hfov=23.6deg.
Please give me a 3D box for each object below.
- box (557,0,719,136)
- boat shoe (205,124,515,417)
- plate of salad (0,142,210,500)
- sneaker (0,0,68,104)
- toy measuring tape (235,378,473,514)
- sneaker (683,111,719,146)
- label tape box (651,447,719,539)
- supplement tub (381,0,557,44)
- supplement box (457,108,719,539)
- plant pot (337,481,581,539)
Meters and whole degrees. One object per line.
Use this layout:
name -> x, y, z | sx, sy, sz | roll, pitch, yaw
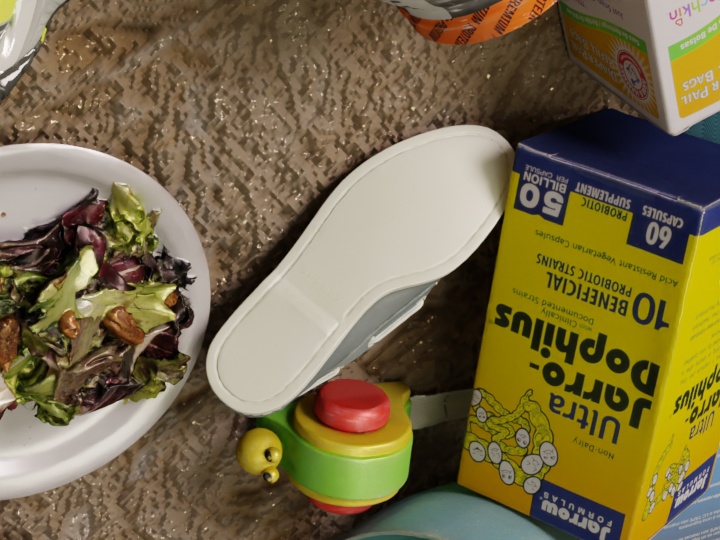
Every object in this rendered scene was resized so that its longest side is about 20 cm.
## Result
box -> 0.154, -0.186, 0.833 | 0.112, 0.101, 0.200 | -26, 127, -12
boat shoe -> 0.000, 0.000, 0.902 | 0.200, 0.073, 0.062 | -43, 172, -8
plate of salad -> -0.163, 0.034, 0.829 | 0.200, 0.048, 0.200 | -13, 123, -21
sneaker -> -0.170, -0.119, 0.726 | 0.076, 0.075, 0.200 | 38, 86, -31
toy measuring tape -> 0.028, 0.094, 0.953 | 0.200, 0.074, 0.074 | -5, 120, -26
sneaker -> 0.237, -0.051, 0.977 | 0.131, 0.079, 0.200 | -15, 119, -48
label tape box -> 0.226, 0.165, 1.107 | 0.143, 0.066, 0.200 | -14, 126, -20
supplement tub -> 0.018, -0.200, 0.739 | 0.123, 0.123, 0.200 | -39, 128, -3
supplement box -> 0.137, 0.031, 0.918 | 0.109, 0.109, 0.200 | -24, 128, -51
plant pot -> 0.083, 0.198, 0.990 | 0.135, 0.200, 0.200 | -40, 139, -47
